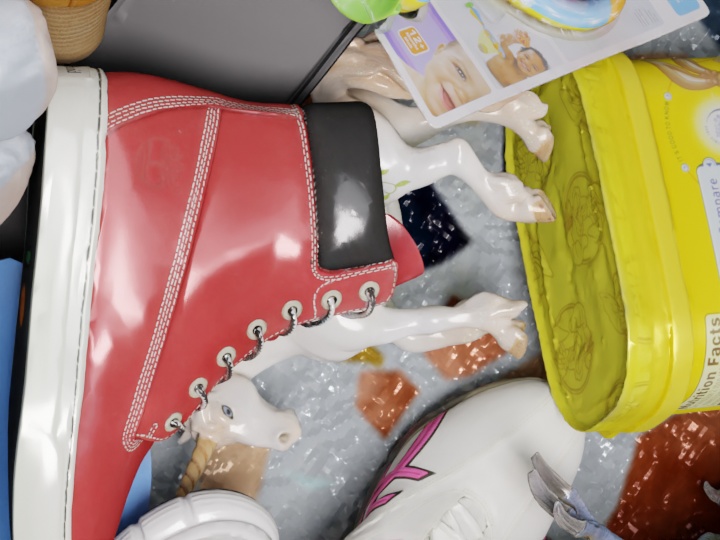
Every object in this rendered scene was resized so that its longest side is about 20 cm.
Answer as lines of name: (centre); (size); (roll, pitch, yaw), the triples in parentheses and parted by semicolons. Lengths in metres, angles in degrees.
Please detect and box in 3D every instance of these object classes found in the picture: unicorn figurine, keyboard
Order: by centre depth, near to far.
keyboard: (-0.090, -0.063, 0.848); (0.104, 0.040, 0.200); (39, 103, -12)
unicorn figurine: (0.000, 0.000, 0.877); (0.136, 0.074, 0.201); (5, 102, -8)

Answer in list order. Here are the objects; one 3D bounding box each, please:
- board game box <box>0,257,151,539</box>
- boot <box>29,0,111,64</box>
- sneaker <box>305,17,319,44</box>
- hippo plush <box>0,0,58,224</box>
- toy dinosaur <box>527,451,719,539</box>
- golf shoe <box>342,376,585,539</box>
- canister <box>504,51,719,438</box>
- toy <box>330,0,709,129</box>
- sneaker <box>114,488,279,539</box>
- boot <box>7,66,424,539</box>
board game box: (-0.178, 0.080, 0.843); (0.199, 0.039, 0.159); (-17, 112, -14)
boot: (-0.140, -0.173, 0.756); (0.071, 0.144, 0.201); (-33, 74, -20)
sneaker: (-0.042, -0.158, 0.866); (0.091, 0.076, 0.201); (10, 100, 10)
hippo plush: (-0.217, -0.065, 0.736); (0.199, 0.160, 0.161); (-16, 59, -49)
toy dinosaur: (0.157, 0.130, 0.864); (0.200, 0.105, 0.182); (55, 37, -20)
golf shoe: (0.021, 0.122, 0.884); (0.200, 0.092, 0.073); (-45, 102, -11)
canister: (0.172, -0.017, 0.910); (0.199, 0.087, 0.150); (-4, 71, -19)
toy: (0.062, -0.131, 0.834); (0.200, 0.047, 0.116); (-26, 81, -47)
sneaker: (-0.107, 0.164, 0.831); (0.200, 0.080, 0.074); (-38, 134, 6)
boot: (-0.051, 0.035, 0.803); (0.143, 0.072, 0.201); (6, 96, -14)
